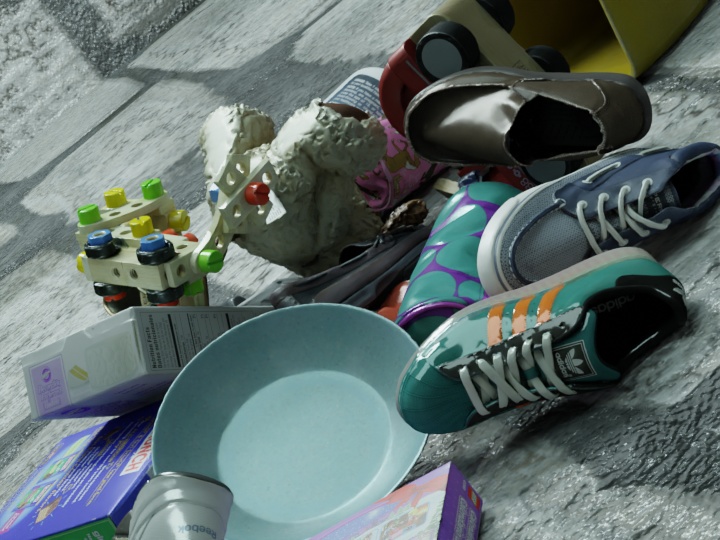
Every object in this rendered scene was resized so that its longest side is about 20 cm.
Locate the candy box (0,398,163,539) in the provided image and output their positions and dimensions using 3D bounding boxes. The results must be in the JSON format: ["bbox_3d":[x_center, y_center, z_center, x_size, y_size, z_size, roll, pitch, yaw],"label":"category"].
[{"bbox_3d":[-0.195,0.183,1.651,0.200,0.077,0.169,-23,20,42],"label":"candy box"}]

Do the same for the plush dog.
[{"bbox_3d":[-0.044,-0.043,1.800,0.200,0.172,0.161,0,64,47],"label":"plush dog"}]

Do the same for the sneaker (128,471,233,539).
[{"bbox_3d":[-0.139,0.218,1.366,0.087,0.074,0.200,-92,20,-47],"label":"sneaker"}]

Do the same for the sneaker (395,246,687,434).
[{"bbox_3d":[0.117,0.050,1.362,0.200,0.071,0.080,-29,21,-4],"label":"sneaker"}]

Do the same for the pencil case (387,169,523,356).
[{"bbox_3d":[0.082,0.009,1.542,0.092,0.085,0.200,-38,15,30],"label":"pencil case"}]

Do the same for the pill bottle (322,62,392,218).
[{"bbox_3d":[0.009,-0.117,1.961,0.200,0.120,0.120,-43,18,-20],"label":"pill bottle"}]

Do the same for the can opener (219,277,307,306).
[{"bbox_3d":[-0.096,0.057,1.821,0.053,0.067,0.200,4,-25,-36],"label":"can opener"}]

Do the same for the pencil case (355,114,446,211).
[{"bbox_3d":[0.070,-0.129,1.874,0.200,0.083,0.087,-33,-20,-27],"label":"pencil case"}]

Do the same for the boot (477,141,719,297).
[{"bbox_3d":[0.171,-0.040,1.477,0.090,0.073,0.200,-11,19,49],"label":"boot"}]

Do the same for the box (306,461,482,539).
[{"bbox_3d":[-0.020,0.208,1.300,0.200,0.039,0.137,-31,18,21],"label":"box"}]

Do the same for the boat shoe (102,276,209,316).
[{"bbox_3d":[-0.173,0.027,1.817,0.063,0.073,0.200,-1,-6,-18],"label":"boat shoe"}]

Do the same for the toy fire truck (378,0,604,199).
[{"bbox_3d":[0.087,-0.111,1.731,0.200,0.176,0.129,-44,3,40],"label":"toy fire truck"}]

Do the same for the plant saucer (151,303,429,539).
[{"bbox_3d":[-0.042,0.112,1.442,0.201,0.039,0.201,-11,48,12],"label":"plant saucer"}]

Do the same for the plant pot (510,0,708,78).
[{"bbox_3d":[0.211,-0.287,1.910,0.176,0.200,0.200,-33,13,-27],"label":"plant pot"}]

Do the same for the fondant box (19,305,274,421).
[{"bbox_3d":[-0.149,0.074,1.699,0.144,0.058,0.200,-23,-16,40],"label":"fondant box"}]

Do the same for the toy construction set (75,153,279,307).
[{"bbox_3d":[-0.150,-0.028,1.685,0.200,0.092,0.131,-13,14,47],"label":"toy construction set"}]

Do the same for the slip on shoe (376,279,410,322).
[{"bbox_3d":[0.012,0.058,1.595,0.074,0.061,0.200,-28,17,35],"label":"slip on shoe"}]

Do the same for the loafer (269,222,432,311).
[{"bbox_3d":[0.000,0.000,1.696,0.200,0.063,0.072,-39,-11,-51],"label":"loafer"}]

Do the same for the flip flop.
[{"bbox_3d":[-0.078,0.179,1.465,0.200,0.058,0.081,-21,51,5],"label":"flip flop"}]

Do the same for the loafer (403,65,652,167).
[{"bbox_3d":[0.114,-0.113,1.578,0.200,0.073,0.071,-5,17,31],"label":"loafer"}]
